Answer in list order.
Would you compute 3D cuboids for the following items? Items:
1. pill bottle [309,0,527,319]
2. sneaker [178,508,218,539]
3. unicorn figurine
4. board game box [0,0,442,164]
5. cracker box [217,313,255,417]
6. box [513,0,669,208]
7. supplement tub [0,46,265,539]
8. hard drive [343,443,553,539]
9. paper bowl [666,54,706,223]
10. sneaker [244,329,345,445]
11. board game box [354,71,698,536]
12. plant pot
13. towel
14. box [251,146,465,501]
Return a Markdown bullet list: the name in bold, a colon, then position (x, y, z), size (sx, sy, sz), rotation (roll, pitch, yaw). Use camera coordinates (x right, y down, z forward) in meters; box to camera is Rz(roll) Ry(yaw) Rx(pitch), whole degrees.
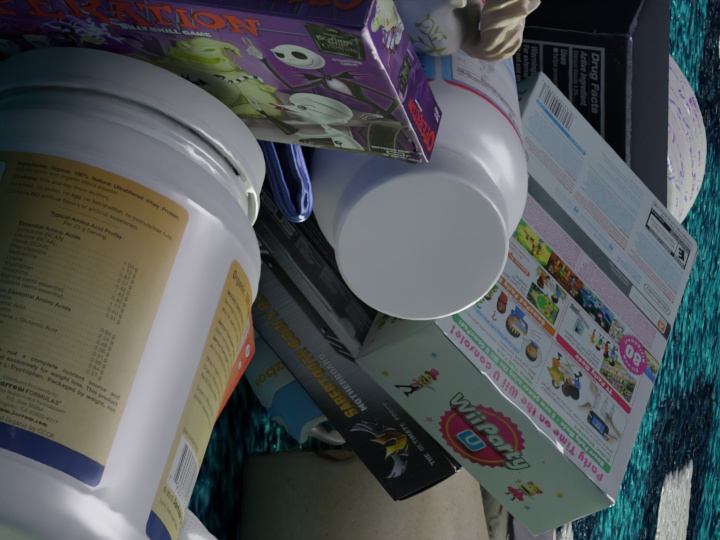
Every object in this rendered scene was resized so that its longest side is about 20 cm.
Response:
- **pill bottle**: position (0.028, -0.062, 1.306), size (0.200, 0.108, 0.109), rotation (-90, 177, -59)
- **sneaker**: position (-0.118, 0.178, 1.266), size (0.200, 0.080, 0.147), rotation (16, 54, -52)
- **unicorn figurine**: position (-0.004, -0.157, 1.262), size (0.074, 0.200, 0.137), rotation (-43, 161, -16)
- **board game box**: position (-0.075, -0.091, 1.034), size (0.120, 0.199, 0.032), rotation (65, 38, -60)
- **cracker box**: position (-0.102, -0.007, 1.228), size (0.134, 0.058, 0.200), rotation (-62, 153, -51)
- **box**: position (0.077, -0.088, 1.543), size (0.123, 0.198, 0.200), rotation (-60, 153, -52)
- **supplement tub**: position (-0.122, 0.027, 1.029), size (0.145, 0.144, 0.200), rotation (70, 32, -57)
- **hard drive**: position (0.052, 0.095, 1.586), size (0.038, 0.200, 0.140), rotation (-1, 98, -29)
- **paper bowl**: position (0.126, -0.090, 1.681), size (0.104, 0.200, 0.201), rotation (-51, 146, -47)
- **sneaker**: position (-0.010, 0.056, 1.485), size (0.081, 0.076, 0.200), rotation (62, 22, 11)
- **board game box**: position (0.095, 0.016, 1.394), size (0.148, 0.064, 0.200), rotation (45, 44, -20)
- **plant pot**: position (0.003, 0.192, 1.479), size (0.200, 0.200, 0.184), rotation (11, 76, -73)
- **towel**: position (-0.047, -0.104, 1.243), size (0.200, 0.024, 0.145), rotation (-100, 174, -81)
- **box**: position (0.000, 0.000, 1.405), size (0.200, 0.048, 0.158), rotation (52, 33, -15)
